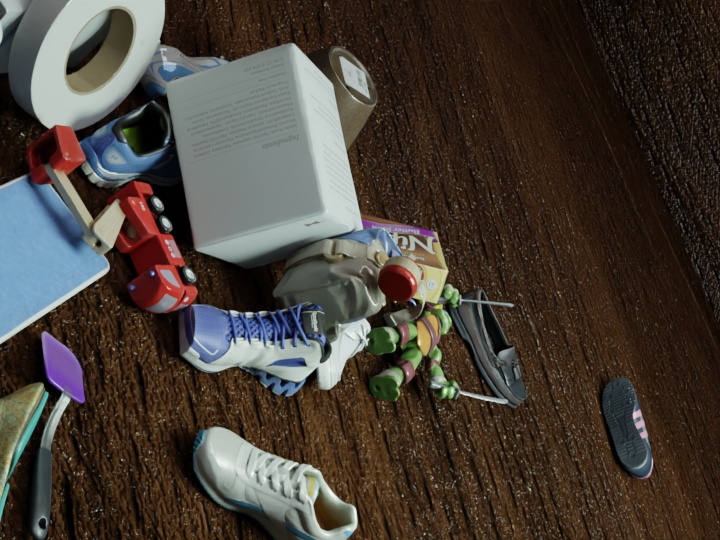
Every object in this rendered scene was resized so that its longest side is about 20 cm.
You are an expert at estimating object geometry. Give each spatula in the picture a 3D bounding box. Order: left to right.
[{"bbox_3d":[-0.275,0.146,0.900,0.057,0.020,0.202,49,29,-45],"label":"spatula"}]

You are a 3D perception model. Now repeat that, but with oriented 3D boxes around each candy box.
[{"bbox_3d":[0.011,-0.026,1.348,0.197,0.057,0.117,13,26,-10],"label":"candy box"}]

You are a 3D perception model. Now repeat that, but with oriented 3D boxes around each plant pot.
[{"bbox_3d":[-0.078,-0.204,1.352,0.186,0.199,0.189,37,34,-31],"label":"plant pot"}]

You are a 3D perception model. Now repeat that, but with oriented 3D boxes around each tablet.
[{"bbox_3d":[-0.336,-0.017,0.975,0.131,0.014,0.200,54,29,-6],"label":"tablet"}]

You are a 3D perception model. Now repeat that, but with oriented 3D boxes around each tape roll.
[{"bbox_3d":[-0.289,-0.243,1.078,0.037,0.204,0.202,34,27,13],"label":"tape roll"}]

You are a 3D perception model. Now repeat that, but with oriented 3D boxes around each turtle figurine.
[{"bbox_3d":[0.106,0.102,1.372,0.199,0.145,0.193,38,36,23],"label":"turtle figurine"}]

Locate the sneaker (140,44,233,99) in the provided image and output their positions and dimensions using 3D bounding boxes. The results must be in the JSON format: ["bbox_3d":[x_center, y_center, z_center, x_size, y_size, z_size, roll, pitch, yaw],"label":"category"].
[{"bbox_3d":[-0.222,-0.249,1.326,0.199,0.071,0.074,-8,93,-62],"label":"sneaker"}]

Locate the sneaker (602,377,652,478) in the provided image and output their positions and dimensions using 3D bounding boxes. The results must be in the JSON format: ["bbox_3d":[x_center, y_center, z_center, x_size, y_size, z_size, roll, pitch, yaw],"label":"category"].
[{"bbox_3d":[0.504,0.300,1.898,0.082,0.069,0.202,53,28,-42],"label":"sneaker"}]

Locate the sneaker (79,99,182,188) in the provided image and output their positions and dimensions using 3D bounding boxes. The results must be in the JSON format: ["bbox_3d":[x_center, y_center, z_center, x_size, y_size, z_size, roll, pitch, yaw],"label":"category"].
[{"bbox_3d":[-0.235,-0.148,1.173,0.079,0.089,0.199,59,30,3],"label":"sneaker"}]

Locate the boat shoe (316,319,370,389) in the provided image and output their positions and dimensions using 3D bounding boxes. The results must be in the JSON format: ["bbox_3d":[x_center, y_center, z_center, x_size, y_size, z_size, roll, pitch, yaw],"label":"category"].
[{"bbox_3d":[-0.021,0.074,1.289,0.201,0.067,0.073,-84,176,-57],"label":"boat shoe"}]

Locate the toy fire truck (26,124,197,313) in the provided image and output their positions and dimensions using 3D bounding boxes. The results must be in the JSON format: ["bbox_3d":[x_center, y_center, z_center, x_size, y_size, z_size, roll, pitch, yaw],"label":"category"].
[{"bbox_3d":[-0.259,-0.049,1.063,0.202,0.048,0.141,64,21,14],"label":"toy fire truck"}]

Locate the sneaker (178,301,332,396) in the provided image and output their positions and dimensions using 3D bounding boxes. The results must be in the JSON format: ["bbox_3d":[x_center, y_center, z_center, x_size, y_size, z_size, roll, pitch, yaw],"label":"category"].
[{"bbox_3d":[-0.103,0.069,1.138,0.198,0.115,0.081,25,41,-43],"label":"sneaker"}]

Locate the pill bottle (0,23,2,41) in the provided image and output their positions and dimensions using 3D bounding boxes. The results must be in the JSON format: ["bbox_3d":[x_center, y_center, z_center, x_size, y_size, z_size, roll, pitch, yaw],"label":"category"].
[{"bbox_3d":[-0.387,-0.157,0.840,0.111,0.199,0.112,36,36,-31],"label":"pill bottle"}]

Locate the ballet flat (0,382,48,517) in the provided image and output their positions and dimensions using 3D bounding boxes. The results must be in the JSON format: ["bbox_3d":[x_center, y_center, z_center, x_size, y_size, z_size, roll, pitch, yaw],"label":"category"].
[{"bbox_3d":[-0.306,0.159,0.806,0.071,0.070,0.202,39,34,-28],"label":"ballet flat"}]

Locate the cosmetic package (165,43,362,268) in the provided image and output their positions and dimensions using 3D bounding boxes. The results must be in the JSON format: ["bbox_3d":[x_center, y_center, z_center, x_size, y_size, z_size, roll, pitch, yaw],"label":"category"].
[{"bbox_3d":[-0.109,-0.128,1.186,0.167,0.164,0.203,27,50,-74],"label":"cosmetic package"}]

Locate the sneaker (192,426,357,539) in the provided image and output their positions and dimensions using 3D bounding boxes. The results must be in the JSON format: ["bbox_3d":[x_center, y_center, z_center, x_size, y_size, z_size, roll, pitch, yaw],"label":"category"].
[{"bbox_3d":[-0.089,0.223,1.049,0.200,0.080,0.077,42,34,-23],"label":"sneaker"}]

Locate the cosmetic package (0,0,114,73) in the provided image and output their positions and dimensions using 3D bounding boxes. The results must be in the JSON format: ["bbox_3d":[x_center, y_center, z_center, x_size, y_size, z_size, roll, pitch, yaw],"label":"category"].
[{"bbox_3d":[-0.390,-0.328,1.083,0.201,0.122,0.200,58,28,1],"label":"cosmetic package"}]

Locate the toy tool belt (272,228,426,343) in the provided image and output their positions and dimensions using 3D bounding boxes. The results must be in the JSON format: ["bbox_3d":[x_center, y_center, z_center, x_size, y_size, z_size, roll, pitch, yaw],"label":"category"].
[{"bbox_3d":[0.000,0.000,1.193,0.126,0.198,0.123,58,38,-20],"label":"toy tool belt"}]

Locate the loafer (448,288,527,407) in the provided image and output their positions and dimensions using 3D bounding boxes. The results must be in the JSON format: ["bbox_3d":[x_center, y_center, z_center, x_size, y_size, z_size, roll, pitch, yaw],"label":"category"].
[{"bbox_3d":[0.216,0.124,1.618,0.202,0.063,0.072,58,30,2],"label":"loafer"}]

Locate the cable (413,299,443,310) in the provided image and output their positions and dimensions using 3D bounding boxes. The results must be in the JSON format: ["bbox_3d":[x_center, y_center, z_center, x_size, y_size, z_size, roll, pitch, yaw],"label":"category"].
[{"bbox_3d":[0.058,0.004,1.507,0.199,0.050,0.098,27,40,-44],"label":"cable"}]
